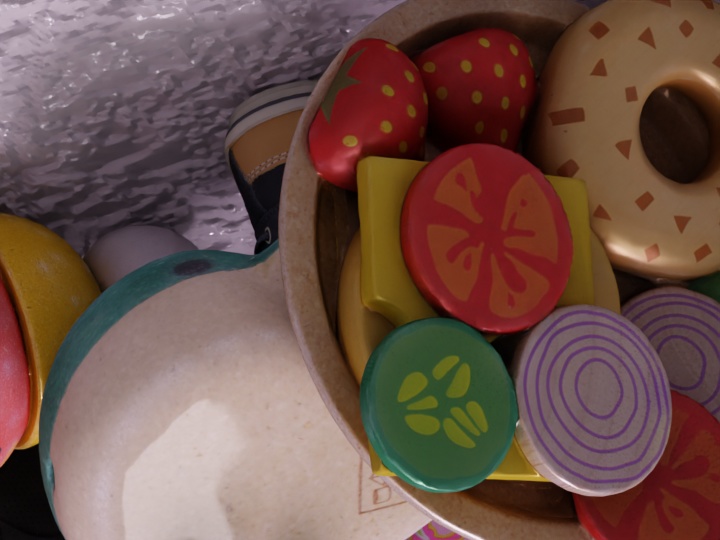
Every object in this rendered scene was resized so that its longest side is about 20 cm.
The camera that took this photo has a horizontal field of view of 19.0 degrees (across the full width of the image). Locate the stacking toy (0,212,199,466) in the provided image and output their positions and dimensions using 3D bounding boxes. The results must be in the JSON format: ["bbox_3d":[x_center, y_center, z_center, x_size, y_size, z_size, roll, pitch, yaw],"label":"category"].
[{"bbox_3d":[-0.141,0.024,0.774,0.199,0.147,0.146,-18,157,-28],"label":"stacking toy"}]

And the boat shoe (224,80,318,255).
[{"bbox_3d":[0.000,0.000,0.823,0.074,0.063,0.200,-18,153,7],"label":"boat shoe"}]

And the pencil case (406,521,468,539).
[{"bbox_3d":[0.044,0.139,0.938,0.087,0.202,0.087,7,173,1],"label":"pencil case"}]

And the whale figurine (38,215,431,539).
[{"bbox_3d":[-0.016,0.046,0.753,0.199,0.104,0.160,-11,118,-21],"label":"whale figurine"}]

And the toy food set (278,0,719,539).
[{"bbox_3d":[0.065,-0.001,0.706,0.199,0.200,0.049,4,166,-29],"label":"toy food set"}]

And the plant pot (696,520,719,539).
[{"bbox_3d":[0.181,0.146,0.735,0.176,0.202,0.201,-5,154,16],"label":"plant pot"}]

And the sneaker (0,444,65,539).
[{"bbox_3d":[-0.105,0.077,0.922,0.199,0.074,0.082,4,146,-47],"label":"sneaker"}]
